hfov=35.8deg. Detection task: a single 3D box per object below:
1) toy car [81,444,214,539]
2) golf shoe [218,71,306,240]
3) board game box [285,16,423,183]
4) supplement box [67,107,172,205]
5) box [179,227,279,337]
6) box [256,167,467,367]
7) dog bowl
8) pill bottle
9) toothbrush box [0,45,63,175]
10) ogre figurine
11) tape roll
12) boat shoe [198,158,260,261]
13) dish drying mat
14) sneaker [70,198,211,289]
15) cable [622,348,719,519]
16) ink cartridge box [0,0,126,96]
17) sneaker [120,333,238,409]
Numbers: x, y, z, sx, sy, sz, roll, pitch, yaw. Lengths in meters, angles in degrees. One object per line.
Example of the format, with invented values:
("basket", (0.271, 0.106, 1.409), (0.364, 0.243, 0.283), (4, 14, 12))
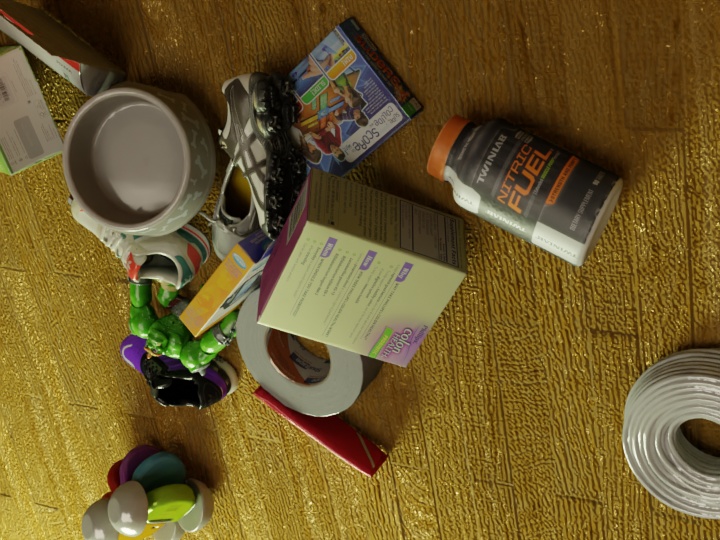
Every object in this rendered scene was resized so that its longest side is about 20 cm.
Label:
("toy car", (-0.344, 0.358, 1.784), (0.199, 0.173, 0.152), (-35, 60, 41))
("golf shoe", (-0.121, -0.139, 1.338), (0.093, 0.077, 0.203), (11, 113, 32))
("board game box", (-0.036, -0.185, 1.321), (0.136, 0.034, 0.199), (52, 132, -4))
("supplement box", (-0.313, -0.132, 1.512), (0.109, 0.061, 0.200), (43, 132, 2))
("box", (-0.148, -0.003, 1.446), (0.042, 0.119, 0.200), (46, 131, 6))
("box", (0.000, 0.000, 1.317), (0.197, 0.097, 0.177), (18, 131, -14))
("dog bowl", (-0.284, -0.139, 1.400), (0.197, 0.059, 0.203), (2, 97, 14))
("pill bottle", (0.171, -0.094, 1.199), (0.198, 0.106, 0.107), (28, 129, 15))
("toothbrush box", (-0.487, -0.218, 1.503), (0.199, 0.085, 0.147), (20, 134, 59))
("ogre figurine", (-0.257, 0.067, 1.581), (0.198, 0.098, 0.121), (22, 110, 0))
("tape roll", (-0.068, 0.093, 1.490), (0.198, 0.066, 0.203), (15, 124, 24))
("boat shoe", (-0.163, -0.077, 1.433), (0.074, 0.086, 0.203), (35, 130, 9))
("dish drying mat", (-0.053, 0.213, 1.548), (0.199, 0.077, 0.018), (36, 114, 9))
("sneaker", (-0.299, -0.040, 1.465), (0.198, 0.094, 0.071), (25, 132, 0))
("cable", (0.392, 0.184, 1.251), (0.197, 0.069, 0.203), (5, 120, 30))
("ink cartridge box", (-0.403, -0.283, 1.394), (0.160, 0.200, 0.050), (37, 102, 9))
("sneaker", (-0.286, 0.149, 1.637), (0.198, 0.099, 0.070), (17, 123, 22))
